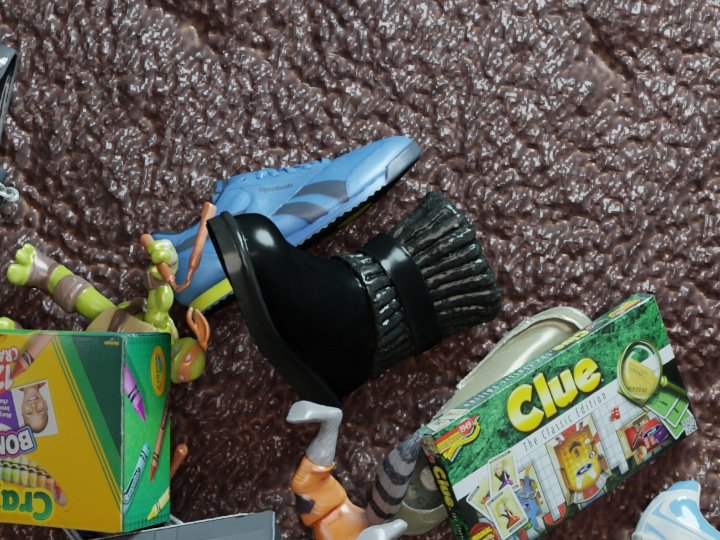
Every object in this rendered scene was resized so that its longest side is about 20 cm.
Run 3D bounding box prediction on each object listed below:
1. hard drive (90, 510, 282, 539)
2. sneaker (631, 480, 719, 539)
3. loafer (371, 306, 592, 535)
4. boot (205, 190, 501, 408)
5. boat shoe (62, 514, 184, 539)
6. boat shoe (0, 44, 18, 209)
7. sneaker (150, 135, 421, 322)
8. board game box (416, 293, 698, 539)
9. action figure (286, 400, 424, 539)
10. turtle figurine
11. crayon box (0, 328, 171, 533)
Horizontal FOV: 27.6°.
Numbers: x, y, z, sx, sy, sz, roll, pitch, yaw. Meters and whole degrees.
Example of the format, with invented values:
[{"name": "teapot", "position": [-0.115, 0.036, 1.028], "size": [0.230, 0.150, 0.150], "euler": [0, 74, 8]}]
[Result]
[{"name": "hard drive", "position": [-0.100, 0.248, 0.929], "size": [0.138, 0.038, 0.202], "euler": [-11, 121, 4]}, {"name": "sneaker", "position": [0.273, 0.224, 0.997], "size": [0.200, 0.072, 0.073], "euler": [43, 78, -2]}, {"name": "loafer", "position": [0.091, 0.106, 0.998], "size": [0.076, 0.068, 0.200], "euler": [44, 87, 1]}, {"name": "boot", "position": [-0.001, -0.002, 0.950], "size": [0.157, 0.212, 0.080], "euler": [-30, 56, 1]}, {"name": "boat shoe", "position": [-0.133, 0.198, 0.987], "size": [0.200, 0.068, 0.072], "euler": [43, 87, 1]}, {"name": "boat shoe", "position": [-0.264, -0.064, 0.993], "size": [0.062, 0.073, 0.203], "euler": [0, 76, -9]}, {"name": "sneaker", "position": [-0.053, -0.049, 1.005], "size": [0.199, 0.066, 0.079], "euler": [-33, 84, -3]}, {"name": "board game box", "position": [0.135, 0.106, 0.974], "size": [0.199, 0.023, 0.106], "euler": [-29, 103, -25]}, {"name": "action figure", "position": [0.013, 0.202, 0.941], "size": [0.104, 0.195, 0.200], "euler": [-30, 51, -24]}, {"name": "turtle figurine", "position": [-0.162, 0.035, 0.983], "size": [0.159, 0.064, 0.203], "euler": [18, 106, 19]}, {"name": "crayon box", "position": [-0.217, 0.098, 0.939], "size": [0.197, 0.058, 0.121], "euler": [0, 89, 25]}]
